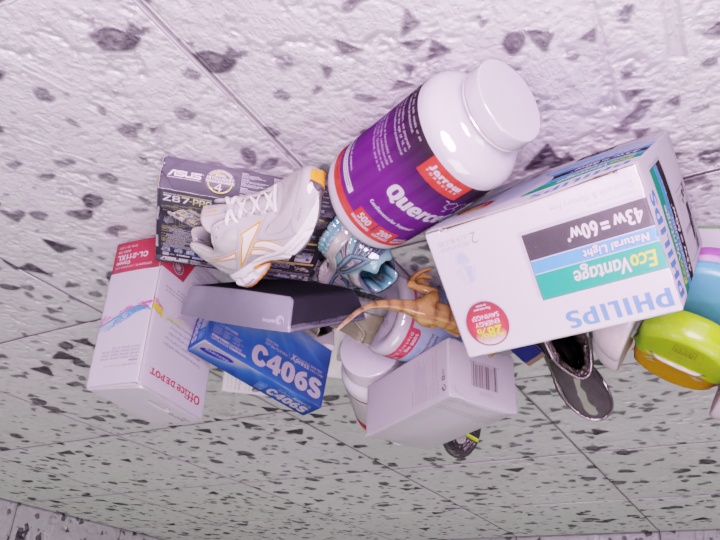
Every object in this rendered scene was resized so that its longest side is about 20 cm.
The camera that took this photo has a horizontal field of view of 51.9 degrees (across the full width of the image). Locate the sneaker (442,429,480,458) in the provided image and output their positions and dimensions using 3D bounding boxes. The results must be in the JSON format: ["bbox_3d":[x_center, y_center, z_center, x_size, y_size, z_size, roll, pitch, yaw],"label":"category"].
[{"bbox_3d":[0.130,0.188,1.143,0.074,0.202,0.076,-15,170,-10],"label":"sneaker"}]

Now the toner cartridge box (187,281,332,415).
[{"bbox_3d":[-0.131,0.109,1.005,0.199,0.096,0.043,35,135,-29],"label":"toner cartridge box"}]

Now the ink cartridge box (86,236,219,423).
[{"bbox_3d":[-0.262,0.081,0.962,0.082,0.202,0.146,-7,149,19],"label":"ink cartridge box"}]

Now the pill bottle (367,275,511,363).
[{"bbox_3d":[0.111,0.085,1.026,0.198,0.110,0.109,19,148,-27],"label":"pill bottle"}]

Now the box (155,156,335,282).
[{"bbox_3d":[-0.138,-0.052,0.868,0.197,0.050,0.162,9,152,-11],"label":"box"}]

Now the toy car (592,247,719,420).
[{"bbox_3d":[0.338,0.052,0.748,0.174,0.151,0.200,25,175,23],"label":"toy car"}]

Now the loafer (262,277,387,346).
[{"bbox_3d":[-0.061,0.053,0.972,0.198,0.071,0.075,12,-174,25],"label":"loafer"}]

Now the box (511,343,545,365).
[{"bbox_3d":[0.155,0.029,0.909,0.032,0.122,0.200,-34,139,14],"label":"box"}]

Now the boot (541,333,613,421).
[{"bbox_3d":[0.289,0.127,0.982,0.072,0.183,0.200,-36,172,-1],"label":"boot"}]

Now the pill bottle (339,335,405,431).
[{"bbox_3d":[0.029,0.172,1.150,0.108,0.111,0.201,-2,143,10],"label":"pill bottle"}]

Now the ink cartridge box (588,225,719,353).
[{"bbox_3d":[0.375,0.030,0.923,0.144,0.085,0.201,1,150,5],"label":"ink cartridge box"}]

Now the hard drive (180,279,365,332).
[{"bbox_3d":[-0.105,0.038,0.866,0.198,0.043,0.134,4,-173,43],"label":"hard drive"}]

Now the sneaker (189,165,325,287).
[{"bbox_3d":[-0.112,-0.050,0.759,0.091,0.076,0.200,26,139,-26],"label":"sneaker"}]

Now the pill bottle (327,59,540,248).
[{"bbox_3d":[0.065,-0.105,0.683,0.112,0.114,0.199,22,146,-30],"label":"pill bottle"}]

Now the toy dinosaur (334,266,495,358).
[{"bbox_3d":[0.070,0.043,0.839,0.198,0.107,0.061,15,114,-12],"label":"toy dinosaur"}]

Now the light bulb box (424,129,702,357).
[{"bbox_3d":[0.197,-0.029,0.693,0.197,0.126,0.200,-18,-173,32],"label":"light bulb box"}]

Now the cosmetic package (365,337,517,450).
[{"bbox_3d":[0.102,0.171,0.986,0.112,0.082,0.200,19,147,-27],"label":"cosmetic package"}]

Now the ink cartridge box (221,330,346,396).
[{"bbox_3d":[-0.106,0.132,1.130,0.197,0.067,0.117,8,121,-8],"label":"ink cartridge box"}]

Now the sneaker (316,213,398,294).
[{"bbox_3d":[0.000,0.000,0.861,0.086,0.078,0.200,41,170,13],"label":"sneaker"}]
